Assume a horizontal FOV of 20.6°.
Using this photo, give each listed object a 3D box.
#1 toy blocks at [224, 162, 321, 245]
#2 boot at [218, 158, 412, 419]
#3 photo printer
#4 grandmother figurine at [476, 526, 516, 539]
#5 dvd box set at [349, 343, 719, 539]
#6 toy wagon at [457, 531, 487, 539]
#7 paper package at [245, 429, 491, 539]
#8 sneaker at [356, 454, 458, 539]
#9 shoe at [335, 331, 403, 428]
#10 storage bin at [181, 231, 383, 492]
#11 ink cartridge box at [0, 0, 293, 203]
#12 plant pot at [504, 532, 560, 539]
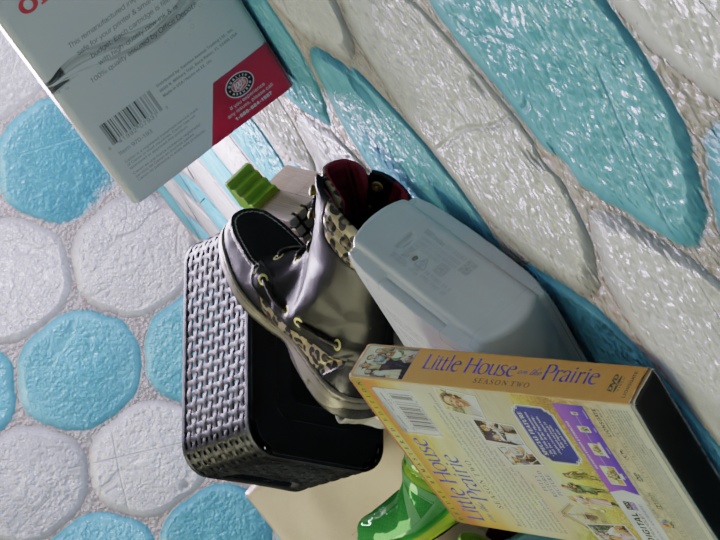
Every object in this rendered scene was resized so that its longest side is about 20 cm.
[{"bbox_3d":[0.000,0.000,1.493,0.200,0.100,0.137,54,161,-27],"label":"toy blocks"},{"bbox_3d":[-0.026,-0.013,1.363,0.200,0.073,0.151,56,143,38],"label":"boot"},{"bbox_3d":[0.089,0.063,1.233,0.166,0.069,0.200,39,165,52],"label":"photo printer"},{"bbox_3d":[0.133,0.182,1.542,0.121,0.061,0.200,-22,101,55],"label":"grandmother figurine"},{"bbox_3d":[0.106,0.103,1.122,0.200,0.029,0.146,2,139,43],"label":"dvd box set"},{"bbox_3d":[0.062,0.281,1.569,0.200,0.155,0.040,42,-155,25],"label":"toy wagon"},{"bbox_3d":[0.032,0.193,1.690,0.191,0.200,0.103,50,-146,11],"label":"paper package"},{"bbox_3d":[0.064,0.147,1.495,0.084,0.200,0.074,54,-145,9],"label":"sneaker"},{"bbox_3d":[0.023,0.056,1.414,0.200,0.053,0.070,107,159,-52],"label":"shoe"},{"bbox_3d":[-0.062,0.067,1.595,0.135,0.200,0.094,14,155,-37],"label":"storage bin"},{"bbox_3d":[-0.162,-0.171,1.375,0.200,0.145,0.083,57,174,-38],"label":"ink cartridge box"},{"bbox_3d":[0.182,0.264,1.415,0.200,0.141,0.141,59,174,6],"label":"plant pot"}]
